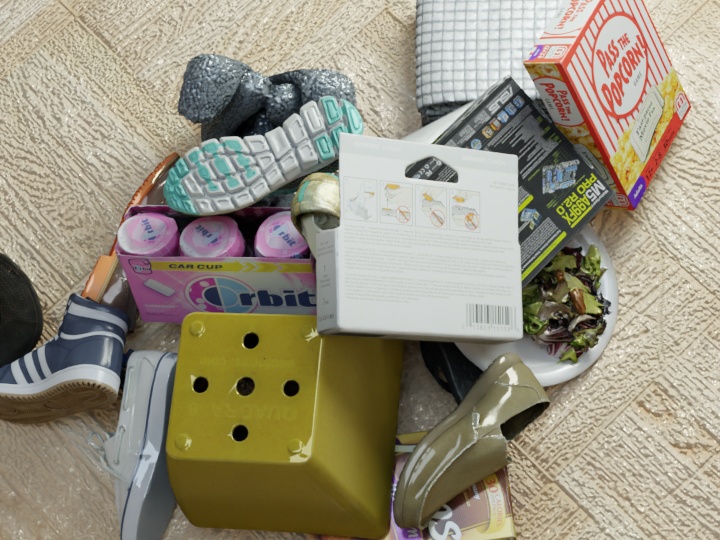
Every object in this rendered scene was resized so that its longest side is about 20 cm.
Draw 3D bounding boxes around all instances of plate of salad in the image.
[{"bbox_3d":[0.169,0.015,1.596,0.200,0.048,0.200,5,74,-17],"label":"plate of salad"}]

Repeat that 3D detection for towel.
[{"bbox_3d":[0.158,-0.233,1.702,0.200,0.086,0.166,-2,68,8],"label":"towel"}]

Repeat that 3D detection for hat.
[{"bbox_3d":[-0.427,0.040,1.666,0.201,0.201,0.081,-19,29,0],"label":"hat"}]

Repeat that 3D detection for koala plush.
[{"bbox_3d":[-0.107,-0.106,1.663,0.177,0.184,0.200,6,89,-8],"label":"koala plush"}]

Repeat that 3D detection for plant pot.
[{"bbox_3d":[-0.081,0.128,1.490,0.200,0.176,0.200,1,71,14],"label":"plant pot"}]

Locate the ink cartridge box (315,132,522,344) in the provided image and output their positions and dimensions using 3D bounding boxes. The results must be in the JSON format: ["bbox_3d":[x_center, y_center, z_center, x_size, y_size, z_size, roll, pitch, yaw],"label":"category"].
[{"bbox_3d":[0.054,-0.025,1.451,0.200,0.044,0.174,5,79,-31],"label":"ink cartridge box"}]

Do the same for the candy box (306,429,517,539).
[{"bbox_3d":[0.045,0.220,1.563,0.200,0.056,0.117,-8,69,3],"label":"candy box"}]

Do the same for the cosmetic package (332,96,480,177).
[{"bbox_3d":[0.060,-0.079,1.622,0.200,0.107,0.090,-31,68,-22],"label":"cosmetic package"}]

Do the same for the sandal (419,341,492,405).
[{"bbox_3d":[0.087,0.069,1.604,0.075,0.048,0.200,-32,92,-33],"label":"sandal"}]

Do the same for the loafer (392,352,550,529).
[{"bbox_3d":[0.105,0.165,1.506,0.067,0.076,0.200,32,75,24],"label":"loafer"}]

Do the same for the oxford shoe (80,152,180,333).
[{"bbox_3d":[-0.223,-0.028,1.691,0.073,0.071,0.200,27,79,-5],"label":"oxford shoe"}]

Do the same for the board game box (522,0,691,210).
[{"bbox_3d":[0.247,-0.182,1.595,0.046,0.200,0.152,5,52,41],"label":"board game box"}]

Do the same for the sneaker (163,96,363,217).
[{"bbox_3d":[-0.089,-0.093,1.546,0.200,0.091,0.078,-20,72,-5],"label":"sneaker"}]

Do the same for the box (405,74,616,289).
[{"bbox_3d":[0.123,-0.064,1.548,0.160,0.044,0.200,47,73,-5],"label":"box"}]

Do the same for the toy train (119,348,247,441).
[{"bbox_3d":[-0.187,0.124,1.638,0.200,0.034,0.046,22,71,14],"label":"toy train"}]

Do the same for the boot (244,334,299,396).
[{"bbox_3d":[-0.063,0.046,1.642,0.200,0.064,0.186,29,73,21],"label":"boot"}]

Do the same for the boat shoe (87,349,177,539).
[{"bbox_3d":[-0.227,0.176,1.593,0.086,0.075,0.202,9,93,24],"label":"boat shoe"}]

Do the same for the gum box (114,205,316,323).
[{"bbox_3d":[-0.135,-0.004,1.581,0.200,0.114,0.066,1,54,8],"label":"gum box"}]

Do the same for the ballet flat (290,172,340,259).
[{"bbox_3d":[0.000,0.000,1.508,0.071,0.071,0.200,-39,110,-8],"label":"ballet flat"}]

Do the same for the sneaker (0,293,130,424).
[{"bbox_3d":[-0.310,0.088,1.626,0.200,0.070,0.109,-12,56,35],"label":"sneaker"}]
